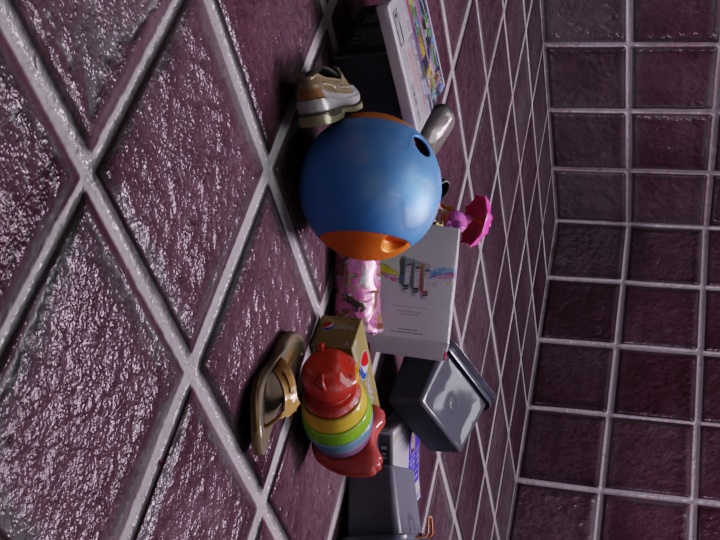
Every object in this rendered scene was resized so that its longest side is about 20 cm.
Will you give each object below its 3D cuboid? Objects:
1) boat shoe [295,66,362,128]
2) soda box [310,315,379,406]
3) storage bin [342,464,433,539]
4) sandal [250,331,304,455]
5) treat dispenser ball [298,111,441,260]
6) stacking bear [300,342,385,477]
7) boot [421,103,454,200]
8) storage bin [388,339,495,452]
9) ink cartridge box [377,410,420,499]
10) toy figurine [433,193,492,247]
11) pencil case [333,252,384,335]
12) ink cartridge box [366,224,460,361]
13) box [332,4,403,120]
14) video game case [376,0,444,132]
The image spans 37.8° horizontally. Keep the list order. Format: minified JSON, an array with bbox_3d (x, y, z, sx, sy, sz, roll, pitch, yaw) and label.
[{"bbox_3d":[-0.043,-0.247,1.451,0.200,0.073,0.070,-62,143,-71],"label":"boat shoe"},{"bbox_3d":[-0.020,0.164,1.618,0.065,0.067,0.202,-70,157,-44],"label":"soda box"},{"bbox_3d":[0.049,0.406,1.806,0.200,0.143,0.137,37,48,-70],"label":"storage bin"},{"bbox_3d":[-0.100,0.154,1.376,0.201,0.053,0.081,-66,154,-50],"label":"sandal"},{"bbox_3d":[0.013,-0.115,1.450,0.201,0.197,0.205,4,90,-73],"label":"treat dispenser ball"},{"bbox_3d":[-0.034,0.189,1.498,0.202,0.112,0.123,78,13,-47],"label":"stacking bear"},{"bbox_3d":[0.107,-0.157,1.656,0.201,0.131,0.068,-51,131,3],"label":"boot"},{"bbox_3d":[0.135,0.237,1.961,0.201,0.144,0.135,53,51,-30],"label":"storage bin"},{"bbox_3d":[0.073,0.372,2.010,0.198,0.043,0.204,-28,118,-70],"label":"ink cartridge box"},{"bbox_3d":[0.140,-0.107,1.851,0.200,0.182,0.152,-29,138,-63],"label":"toy figurine"},{"bbox_3d":[0.000,0.000,1.636,0.083,0.085,0.204,-165,-103,-77],"label":"pencil case"},{"bbox_3d":[0.090,0.033,1.791,0.146,0.142,0.203,81,17,-73],"label":"ink cartridge box"},{"bbox_3d":[0.045,-0.316,1.658,0.201,0.103,0.150,-67,148,-49],"label":"box"},{"bbox_3d":[0.078,-0.330,1.572,0.183,0.023,0.203,-62,142,-52],"label":"video game case"}]
